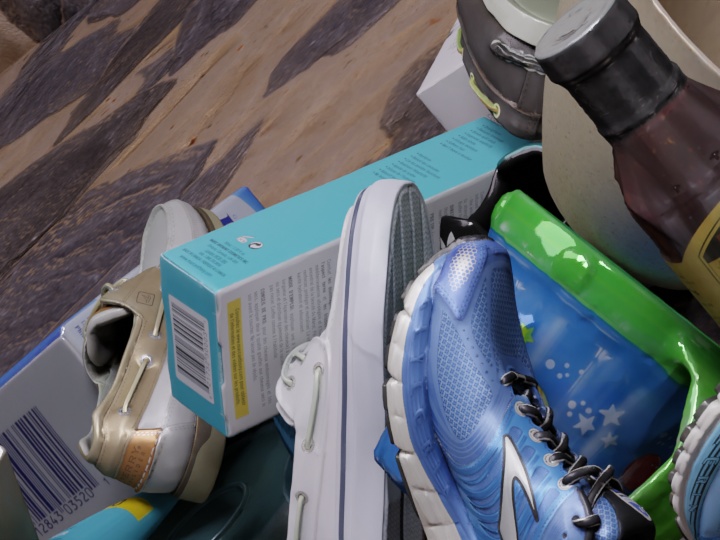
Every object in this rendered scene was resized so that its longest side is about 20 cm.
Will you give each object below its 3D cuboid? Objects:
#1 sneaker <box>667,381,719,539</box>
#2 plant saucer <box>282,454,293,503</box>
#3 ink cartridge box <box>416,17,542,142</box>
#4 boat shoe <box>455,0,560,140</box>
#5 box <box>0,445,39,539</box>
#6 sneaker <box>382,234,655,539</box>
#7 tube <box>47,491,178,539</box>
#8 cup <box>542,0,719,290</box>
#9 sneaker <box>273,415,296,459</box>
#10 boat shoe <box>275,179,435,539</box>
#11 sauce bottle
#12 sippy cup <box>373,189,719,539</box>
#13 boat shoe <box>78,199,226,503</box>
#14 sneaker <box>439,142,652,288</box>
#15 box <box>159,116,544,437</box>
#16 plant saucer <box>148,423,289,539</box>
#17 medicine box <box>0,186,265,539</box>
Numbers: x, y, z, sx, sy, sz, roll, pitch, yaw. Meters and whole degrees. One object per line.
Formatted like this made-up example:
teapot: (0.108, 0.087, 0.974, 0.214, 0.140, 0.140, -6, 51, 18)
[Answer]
sneaker: (0.184, 0.053, 0.914, 0.078, 0.090, 0.200, -19, -27, -44)
plant saucer: (0.049, 0.062, 1.294, 0.200, 0.027, 0.200, -34, 17, 12)
ink cartridge box: (0.104, -0.102, 1.445, 0.068, 0.116, 0.200, -31, 19, 36)
boat shoe: (0.079, -0.118, 1.301, 0.201, 0.071, 0.061, -94, 19, -73)
box: (-0.216, 0.141, 1.285, 0.078, 0.095, 0.200, -57, -16, -24)
sneaker: (0.069, 0.083, 0.984, 0.089, 0.201, 0.078, -15, -6, 28)
tube: (-0.146, 0.151, 1.267, 0.077, 0.051, 0.200, -30, 3, 27)
cup: (0.159, -0.075, 1.155, 0.143, 0.200, 0.201, -52, 6, 39)
sneaker: (-0.018, 0.031, 1.335, 0.080, 0.077, 0.200, -18, 27, 5)
boat shoe: (-0.009, 0.058, 1.180, 0.066, 0.202, 0.073, 2, -2, 23)
sauce bottle: (0.142, -0.020, 0.988, 0.066, 0.200, 0.066, -39, 18, 15)
sippy cup: (0.079, 0.058, 1.091, 0.131, 0.139, 0.178, -53, -3, 3)
boat shoe: (-0.108, 0.031, 1.345, 0.201, 0.068, 0.075, -97, 24, -50)
sneaker: (0.114, -0.034, 1.240, 0.071, 0.080, 0.200, 10, 36, 45)
box: (0.000, 0.000, 1.244, 0.199, 0.083, 0.049, -24, 37, -31)
plant saucer: (-0.078, 0.146, 1.401, 0.200, 0.027, 0.200, -37, 18, 14)
medicine box: (-0.134, 0.071, 1.495, 0.182, 0.103, 0.200, -39, 2, 39)
